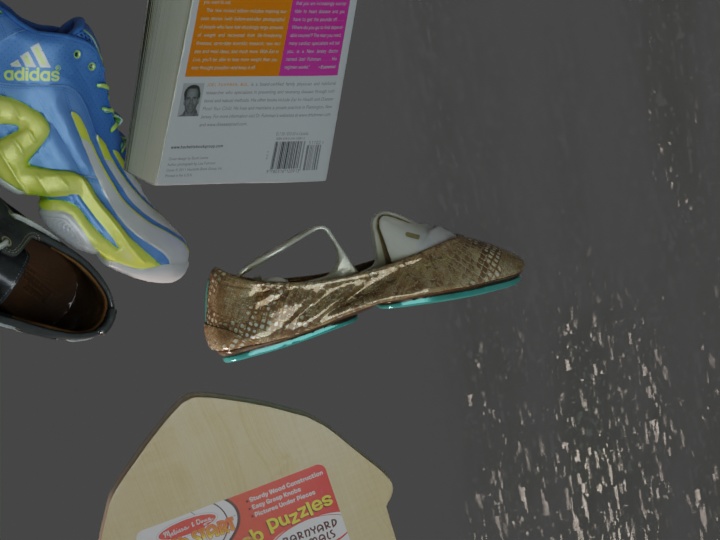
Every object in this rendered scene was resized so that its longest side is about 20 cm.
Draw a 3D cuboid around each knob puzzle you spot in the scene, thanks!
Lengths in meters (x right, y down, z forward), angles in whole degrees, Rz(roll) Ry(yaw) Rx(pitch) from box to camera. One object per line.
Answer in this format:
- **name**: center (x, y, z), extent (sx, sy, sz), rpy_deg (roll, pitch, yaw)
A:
- **knob puzzle**: center (-0.075, 0.162, 1.542), extent (0.218, 0.030, 0.221), rpy_deg (-3, 108, -11)

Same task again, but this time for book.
- **book**: center (-0.058, -0.149, 1.419), extent (0.133, 0.048, 0.201), rpy_deg (-3, 109, -42)

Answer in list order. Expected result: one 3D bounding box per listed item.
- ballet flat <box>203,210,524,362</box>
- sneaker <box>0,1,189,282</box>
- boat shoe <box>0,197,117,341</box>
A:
- **ballet flat**: center (0.000, 0.000, 1.492), extent (0.199, 0.070, 0.066), rpy_deg (-15, 95, -11)
- **sneaker**: center (-0.161, -0.080, 1.425), extent (0.200, 0.076, 0.105), rpy_deg (36, 96, -19)
- **boat shoe**: center (-0.215, -0.014, 1.384), extent (0.200, 0.067, 0.072), rpy_deg (35, 83, -47)
